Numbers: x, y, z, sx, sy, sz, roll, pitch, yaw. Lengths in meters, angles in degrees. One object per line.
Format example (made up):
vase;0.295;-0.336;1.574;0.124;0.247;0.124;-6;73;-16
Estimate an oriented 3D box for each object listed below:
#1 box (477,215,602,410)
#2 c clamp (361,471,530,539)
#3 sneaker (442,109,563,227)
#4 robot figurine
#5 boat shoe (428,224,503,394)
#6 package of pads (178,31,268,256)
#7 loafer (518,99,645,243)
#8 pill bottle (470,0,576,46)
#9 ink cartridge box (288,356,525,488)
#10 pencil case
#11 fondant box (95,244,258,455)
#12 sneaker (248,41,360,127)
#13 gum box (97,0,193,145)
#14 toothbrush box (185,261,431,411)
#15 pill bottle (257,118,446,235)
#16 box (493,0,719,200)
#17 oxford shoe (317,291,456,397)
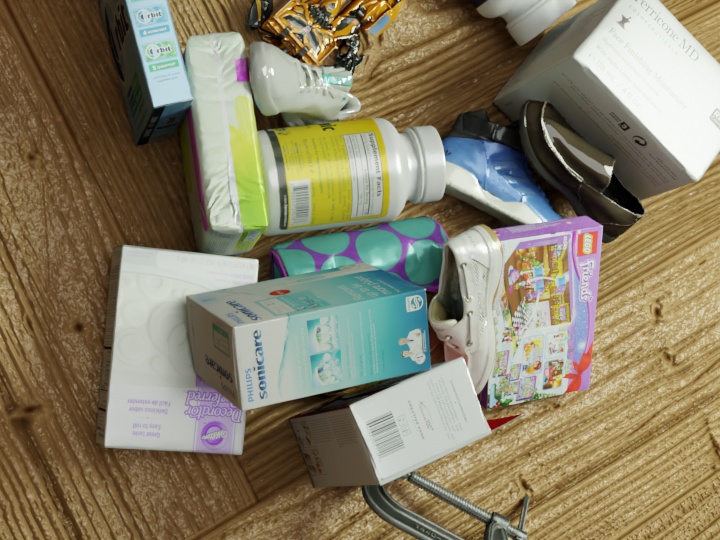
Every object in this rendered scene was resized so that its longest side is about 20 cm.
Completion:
box;0.194;0.047;1.534;0.136;0.039;0.201;-8;113;-23
c clamp;0.091;0.255;1.478;0.199;0.171;0.027;27;114;-7
sneaker;0.183;-0.107;1.572;0.199;0.077;0.112;28;83;-9
robot figurine;-0.031;-0.296;1.537;0.145;0.058;0.200;45;68;-8
boat shoe;0.102;0.048;1.482;0.069;0.071;0.201;-14;121;-28
package of pads;-0.144;-0.122;1.414;0.068;0.155;0.202;-6;81;-12
loafer;0.249;-0.119;1.535;0.200;0.071;0.073;46;43;-27
pill bottle;0.156;-0.362;1.593;0.111;0.111;0.200;-41;97;-22
ink cartridge box;0.044;0.150;1.418;0.175;0.200;0.084;-21;89;-23
pencil case;0.000;0.000;1.488;0.199;0.085;0.093;-14;71;-22
fondant box;-0.185;0.081;1.406;0.143;0.058;0.202;6;87;-21
sneaker;-0.054;-0.193;1.432;0.088;0.200;0.076;-7;82;14
gum box;-0.222;-0.242;1.391;0.044;0.170;0.201;-15;87;-16
toothbrush box;-0.052;0.060;1.346;0.199;0.146;0.086;-11;105;-21
pill bottle;-0.015;-0.102;1.471;0.199;0.111;0.112;-7;84;-14
box;0.293;-0.192;1.572;0.199;0.200;0.131;43;70;-10
oxford shoe;0.036;0.076;1.498;0.199;0.071;0.072;-32;91;-27
